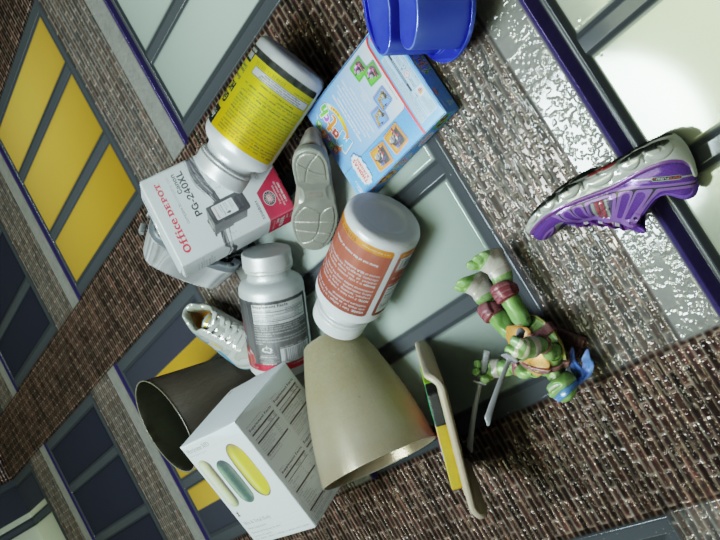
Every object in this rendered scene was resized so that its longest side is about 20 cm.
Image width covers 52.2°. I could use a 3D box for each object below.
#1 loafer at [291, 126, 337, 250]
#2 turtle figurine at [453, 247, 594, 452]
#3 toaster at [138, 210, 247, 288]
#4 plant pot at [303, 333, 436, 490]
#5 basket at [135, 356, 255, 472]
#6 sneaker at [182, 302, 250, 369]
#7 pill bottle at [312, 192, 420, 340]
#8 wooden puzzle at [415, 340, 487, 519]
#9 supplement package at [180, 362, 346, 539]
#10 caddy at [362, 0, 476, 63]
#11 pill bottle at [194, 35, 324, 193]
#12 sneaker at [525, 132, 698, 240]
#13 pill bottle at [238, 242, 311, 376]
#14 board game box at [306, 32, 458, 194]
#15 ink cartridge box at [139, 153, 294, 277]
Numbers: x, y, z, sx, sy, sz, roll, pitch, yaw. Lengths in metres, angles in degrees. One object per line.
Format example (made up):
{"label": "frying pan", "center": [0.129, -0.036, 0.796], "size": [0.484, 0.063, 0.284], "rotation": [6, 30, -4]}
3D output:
{"label": "loafer", "center": [-0.066, -0.118, 1.089], "size": [0.070, 0.064, 0.202], "rotation": [4, 139, 1]}
{"label": "turtle figurine", "center": [0.163, 0.089, 0.892], "size": [0.198, 0.144, 0.197], "rotation": [-31, 68, 12]}
{"label": "toaster", "center": [-0.275, -0.046, 1.248], "size": [0.197, 0.116, 0.129], "rotation": [22, 152, -20]}
{"label": "plant pot", "center": [-0.010, 0.196, 1.106], "size": [0.187, 0.185, 0.203], "rotation": [-44, 64, 43]}
{"label": "basket", "center": [-0.276, 0.239, 1.336], "size": [0.181, 0.198, 0.137], "rotation": [48, 133, 17]}
{"label": "sneaker", "center": [-0.245, 0.116, 1.326], "size": [0.197, 0.078, 0.081], "rotation": [18, 163, 35]}
{"label": "pill bottle", "center": [0.000, 0.000, 1.044], "size": [0.112, 0.111, 0.202], "rotation": [42, 130, 21]}
{"label": "wooden puzzle", "center": [0.114, 0.209, 0.995], "size": [0.036, 0.185, 0.204], "rotation": [-19, 98, 3]}
{"label": "supplement package", "center": [-0.141, 0.286, 1.150], "size": [0.150, 0.151, 0.202], "rotation": [-29, 102, 37]}
{"label": "caddy", "center": [0.071, -0.342, 0.848], "size": [0.141, 0.103, 0.205], "rotation": [21, 124, 63]}
{"label": "pill bottle", "center": [-0.148, -0.216, 1.042], "size": [0.112, 0.112, 0.201], "rotation": [42, 103, 21]}
{"label": "sneaker", "center": [0.266, -0.069, 0.796], "size": [0.198, 0.080, 0.085], "rotation": [-25, 96, 45]}
{"label": "pill bottle", "center": [-0.141, 0.064, 1.202], "size": [0.109, 0.110, 0.205], "rotation": [10, 113, 39]}
{"label": "board game box", "center": [0.023, -0.213, 0.988], "size": [0.200, 0.036, 0.153], "rotation": [-41, 78, 44]}
{"label": "ink cartridge box", "center": [-0.222, -0.104, 1.137], "size": [0.147, 0.197, 0.083], "rotation": [61, 165, 3]}
